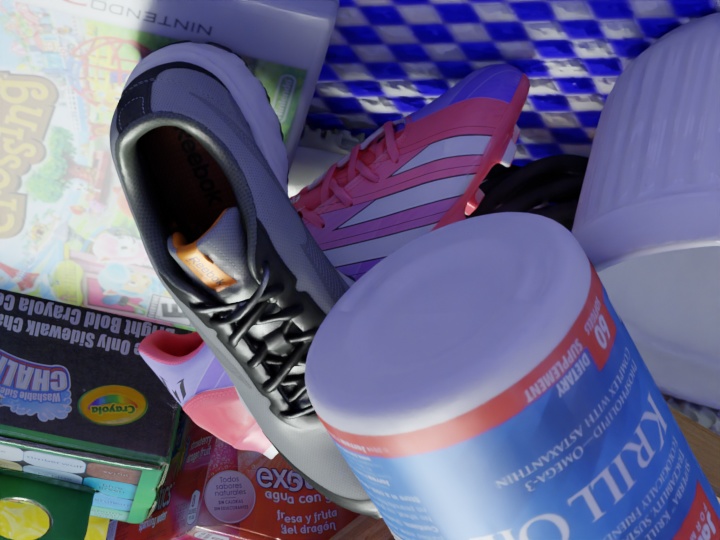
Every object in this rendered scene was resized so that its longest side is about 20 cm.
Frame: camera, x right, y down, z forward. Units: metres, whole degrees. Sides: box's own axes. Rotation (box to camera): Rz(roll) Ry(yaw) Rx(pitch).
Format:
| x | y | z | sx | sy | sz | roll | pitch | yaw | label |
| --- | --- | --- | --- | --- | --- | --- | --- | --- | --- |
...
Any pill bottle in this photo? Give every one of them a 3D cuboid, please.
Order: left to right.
| x | y | z | sx | sy | sz | roll | pitch | yaw | label |
| --- | --- | --- | --- | --- | --- | --- | --- | --- | --- |
| 0.071 | 0.087 | 0.801 | 0.112 | 0.112 | 0.201 | -7 | 127 | 39 | pill bottle |

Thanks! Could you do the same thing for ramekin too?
| x | y | z | sx | sy | sz | roll | pitch | yaw | label |
| --- | --- | --- | --- | --- | --- | --- | --- | --- | --- |
| 0.177 | -0.020 | 0.835 | 0.199 | 0.106 | 0.200 | 8 | 159 | 3 | ramekin |

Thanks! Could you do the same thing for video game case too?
| x | y | z | sx | sy | sz | roll | pitch | yaw | label |
| --- | --- | --- | --- | --- | --- | --- | --- | --- | --- |
| -0.118 | -0.057 | 0.891 | 0.181 | 0.022 | 0.201 | 13 | 138 | -7 | video game case |

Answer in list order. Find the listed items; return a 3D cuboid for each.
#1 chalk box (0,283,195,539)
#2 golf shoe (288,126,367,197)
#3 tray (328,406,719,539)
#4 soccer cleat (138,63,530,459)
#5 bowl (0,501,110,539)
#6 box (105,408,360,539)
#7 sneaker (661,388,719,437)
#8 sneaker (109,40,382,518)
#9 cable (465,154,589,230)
| x | y | z | sx | sy | sz | roll | pitch | yaw | label |
| --- | --- | --- | --- | --- | --- | --- | --- | --- | --- |
| -0.145 | 0.045 | 1.020 | 0.124 | 0.201 | 0.124 | 13 | 160 | -6 | chalk box |
| 0.000 | 0.000 | 0.982 | 0.199 | 0.098 | 0.078 | 27 | 160 | -34 | golf shoe |
| 0.066 | 0.118 | 0.937 | 0.098 | 0.037 | 0.200 | 29 | 133 | -20 | tray |
| -0.010 | -0.013 | 0.886 | 0.076 | 0.200 | 0.067 | 38 | -163 | -4 | soccer cleat |
| -0.153 | 0.088 | 1.246 | 0.199 | 0.200 | 0.108 | 19 | 115 | -22 | bowl |
| -0.057 | 0.105 | 1.094 | 0.095 | 0.100 | 0.200 | 16 | 162 | -16 | box |
| 0.158 | 0.084 | 0.970 | 0.199 | 0.070 | 0.100 | 8 | 128 | -24 | sneaker |
| -0.039 | 0.012 | 0.825 | 0.074 | 0.201 | 0.079 | -28 | -170 | 17 | sneaker |
| 0.086 | 0.022 | 0.976 | 0.199 | 0.051 | 0.164 | 2 | 133 | -21 | cable |
